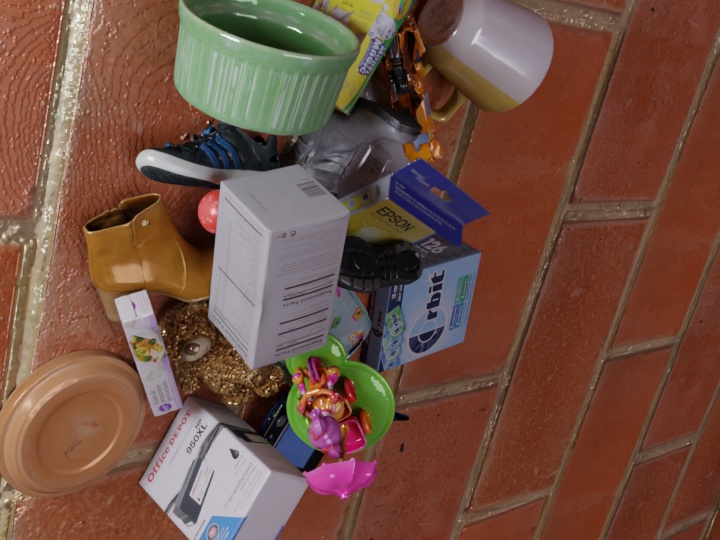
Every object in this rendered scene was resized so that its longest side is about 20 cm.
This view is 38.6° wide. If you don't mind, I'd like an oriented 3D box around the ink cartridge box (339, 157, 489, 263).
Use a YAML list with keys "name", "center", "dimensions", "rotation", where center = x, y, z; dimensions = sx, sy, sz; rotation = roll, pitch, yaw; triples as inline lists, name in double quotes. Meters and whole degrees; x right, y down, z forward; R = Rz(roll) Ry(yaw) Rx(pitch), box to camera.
- name: "ink cartridge box"
  center: [0.051, -0.061, 1.415]
  dimensions: [0.200, 0.047, 0.197]
  rotation: [-22, 150, 28]

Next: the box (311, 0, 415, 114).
- name: "box"
  center: [-0.023, -0.274, 1.235]
  dimensions: [0.048, 0.117, 0.200]
  rotation: [31, 91, -48]

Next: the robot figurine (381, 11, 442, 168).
- name: "robot figurine"
  center: [0.059, -0.243, 1.317]
  dimensions: [0.058, 0.145, 0.200]
  rotation: [-12, 123, 3]

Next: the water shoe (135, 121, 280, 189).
- name: "water shoe"
  center: [-0.180, -0.139, 1.214]
  dimensions: [0.200, 0.071, 0.079]
  rotation: [4, 86, -48]

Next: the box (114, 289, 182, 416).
- name: "box"
  center: [-0.254, 0.104, 1.246]
  dimensions: [0.039, 0.042, 0.200]
  rotation: [-17, 142, -11]

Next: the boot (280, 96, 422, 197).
- name: "boot"
  center: [-0.013, -0.147, 1.264]
  dimensions: [0.070, 0.200, 0.132]
  rotation: [15, 100, -40]

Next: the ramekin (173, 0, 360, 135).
- name: "ramekin"
  center: [-0.108, -0.228, 1.121]
  dimensions: [0.200, 0.200, 0.098]
  rotation: [-10, 129, -42]

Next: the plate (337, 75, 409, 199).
- name: "plate"
  center: [0.011, -0.149, 1.418]
  dimensions: [0.199, 0.032, 0.200]
  rotation: [31, 91, -51]

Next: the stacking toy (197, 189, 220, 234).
- name: "stacking toy"
  center: [-0.125, -0.061, 1.282]
  dimensions: [0.200, 0.085, 0.086]
  rotation: [9, 107, -52]

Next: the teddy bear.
- name: "teddy bear"
  center: [-0.182, 0.119, 1.330]
  dimensions: [0.200, 0.145, 0.067]
  rotation: [72, 18, -48]

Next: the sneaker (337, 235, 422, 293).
- name: "sneaker"
  center: [0.000, 0.000, 1.370]
  dimensions: [0.200, 0.079, 0.076]
  rotation: [4, 76, -51]

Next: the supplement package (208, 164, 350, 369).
- name: "supplement package"
  center: [-0.100, -0.004, 1.204]
  dimensions: [0.109, 0.114, 0.200]
  rotation: [-16, 134, -33]

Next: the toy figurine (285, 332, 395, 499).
- name: "toy figurine"
  center: [-0.033, 0.201, 1.321]
  dimensions: [0.150, 0.184, 0.200]
  rotation: [-21, 112, 7]

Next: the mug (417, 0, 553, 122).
- name: "mug"
  center: [0.150, -0.293, 1.388]
  dimensions: [0.153, 0.149, 0.187]
  rotation: [20, 91, -42]

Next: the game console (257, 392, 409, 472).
- name: "game console"
  center: [-0.047, 0.250, 1.524]
  dimensions: [0.171, 0.118, 0.200]
  rotation: [-59, 150, 0]

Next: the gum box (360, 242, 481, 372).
- name: "gum box"
  center: [0.097, 0.057, 1.628]
  dimensions: [0.200, 0.045, 0.170]
  rotation: [-15, 124, -39]

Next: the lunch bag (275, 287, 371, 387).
- name: "lunch bag"
  center: [-0.078, 0.076, 1.433]
  dimensions: [0.160, 0.077, 0.200]
  rotation: [-47, 139, -13]

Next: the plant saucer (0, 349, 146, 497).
- name: "plant saucer"
  center: [-0.350, 0.193, 1.262]
  dimensions: [0.200, 0.032, 0.201]
  rotation: [-25, 130, -33]

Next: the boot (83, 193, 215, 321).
- name: "boot"
  center: [-0.224, -0.030, 1.216]
  dimensions: [0.201, 0.071, 0.144]
  rotation: [-23, 133, -28]

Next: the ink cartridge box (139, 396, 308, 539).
- name: "ink cartridge box"
  center: [-0.184, 0.280, 1.359]
  dimensions: [0.084, 0.200, 0.145]
  rotation: [28, 93, -48]
